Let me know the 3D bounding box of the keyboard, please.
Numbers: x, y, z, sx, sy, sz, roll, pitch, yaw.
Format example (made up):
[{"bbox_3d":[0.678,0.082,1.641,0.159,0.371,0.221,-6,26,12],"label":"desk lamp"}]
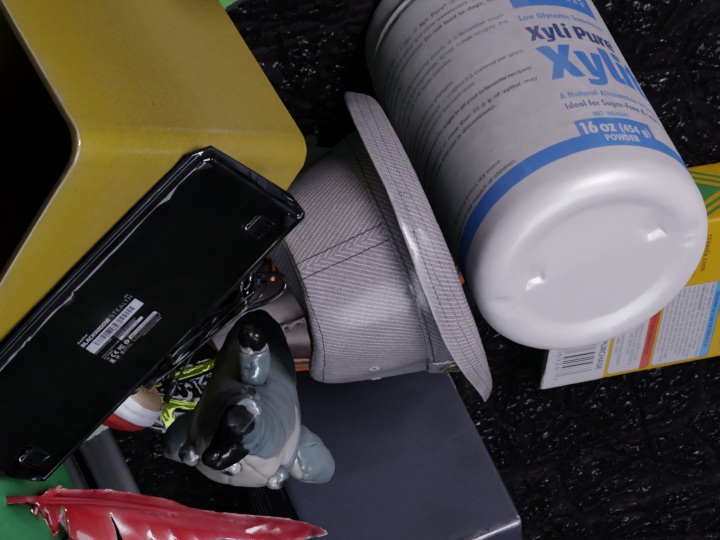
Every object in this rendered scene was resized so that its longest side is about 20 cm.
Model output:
[{"bbox_3d":[-0.116,0.021,1.413,0.200,0.040,0.104,-44,134,13],"label":"keyboard"}]

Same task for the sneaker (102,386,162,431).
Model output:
[{"bbox_3d":[-0.210,0.060,1.530,0.200,0.071,0.113,30,93,3],"label":"sneaker"}]

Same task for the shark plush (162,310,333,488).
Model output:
[{"bbox_3d":[-0.068,0.065,1.490,0.091,0.084,0.200,10,-178,12],"label":"shark plush"}]

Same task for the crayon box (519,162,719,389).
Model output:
[{"bbox_3d":[0.201,-0.002,1.782,0.199,0.052,0.126,-9,136,-16],"label":"crayon box"}]

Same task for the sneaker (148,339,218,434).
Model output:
[{"bbox_3d":[-0.162,0.020,1.605,0.200,0.076,0.075,38,97,-17],"label":"sneaker"}]

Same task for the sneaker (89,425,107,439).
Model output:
[{"bbox_3d":[-0.218,0.051,1.620,0.199,0.077,0.111,-7,146,-9],"label":"sneaker"}]

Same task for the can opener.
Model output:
[{"bbox_3d":[-0.153,0.153,1.786,0.053,0.067,0.200,-22,125,-2],"label":"can opener"}]

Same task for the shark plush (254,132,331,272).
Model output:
[{"bbox_3d":[-0.040,-0.045,1.642,0.200,0.091,0.083,-26,166,-21],"label":"shark plush"}]

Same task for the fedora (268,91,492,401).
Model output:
[{"bbox_3d":[0.000,0.000,1.528,0.090,0.177,0.200,-23,178,0],"label":"fedora"}]

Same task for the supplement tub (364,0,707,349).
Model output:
[{"bbox_3d":[0.091,-0.069,1.549,0.132,0.200,0.132,-13,138,-12],"label":"supplement tub"}]

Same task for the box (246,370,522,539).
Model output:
[{"bbox_3d":[0.011,0.155,1.744,0.124,0.200,0.197,-19,139,-9],"label":"box"}]

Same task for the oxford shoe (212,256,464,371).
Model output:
[{"bbox_3d":[-0.032,0.015,1.679,0.200,0.071,0.073,-24,134,0],"label":"oxford shoe"}]

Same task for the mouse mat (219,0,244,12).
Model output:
[{"bbox_3d":[-0.083,-0.208,1.470,0.161,0.008,0.200,-32,138,9],"label":"mouse mat"}]

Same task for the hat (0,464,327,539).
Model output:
[{"bbox_3d":[-0.164,0.093,1.488,0.176,0.166,0.200,-40,131,-14],"label":"hat"}]

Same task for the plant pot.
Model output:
[{"bbox_3d":[-0.149,-0.063,1.459,0.176,0.200,0.200,-2,138,-41],"label":"plant pot"}]
